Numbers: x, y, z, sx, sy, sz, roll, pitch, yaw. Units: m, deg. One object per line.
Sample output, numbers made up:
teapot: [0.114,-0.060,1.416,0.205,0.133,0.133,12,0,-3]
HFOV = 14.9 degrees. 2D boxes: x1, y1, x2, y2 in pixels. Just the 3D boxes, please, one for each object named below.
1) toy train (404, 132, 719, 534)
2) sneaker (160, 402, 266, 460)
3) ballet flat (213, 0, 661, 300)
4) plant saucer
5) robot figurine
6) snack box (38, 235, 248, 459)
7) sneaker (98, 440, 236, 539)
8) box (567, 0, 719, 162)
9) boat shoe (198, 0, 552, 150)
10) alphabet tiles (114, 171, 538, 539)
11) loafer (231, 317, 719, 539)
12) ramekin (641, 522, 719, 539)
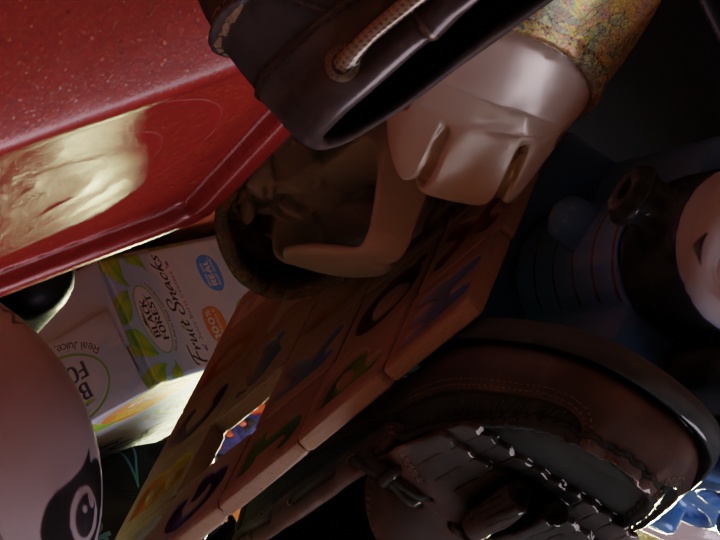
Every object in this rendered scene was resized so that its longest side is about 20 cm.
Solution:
toy train: [0.088,0.016,0.713,0.087,0.114,0.200,-63,-165,-13]
sneaker: [-0.033,0.034,1.162,0.200,0.076,0.078,-37,160,23]
ballet flat: [0.016,-0.039,0.687,0.071,0.071,0.200,-21,174,-31]
plant saucer: [-0.085,-0.024,0.618,0.199,0.037,0.200,-21,172,-25]
robot figurine: [-0.137,0.071,0.767,0.124,0.151,0.200,-7,168,-16]
snack box: [-0.116,0.050,0.999,0.200,0.053,0.142,-29,173,30]
sneaker: [-0.078,0.105,1.017,0.079,0.076,0.200,-27,174,1]
box: [0.152,-0.060,0.889,0.200,0.107,0.148,-22,173,-33]
boat shoe: [0.060,-0.084,0.511,0.199,0.074,0.074,-26,173,11]
alphabet tiles: [0.000,0.000,0.781,0.167,0.008,0.200,-41,-166,34]
loafer: [0.022,0.059,0.706,0.063,0.072,0.200,-57,-164,-19]
ramekin: [0.175,0.018,1.230,0.200,0.201,0.098,-23,166,-18]
